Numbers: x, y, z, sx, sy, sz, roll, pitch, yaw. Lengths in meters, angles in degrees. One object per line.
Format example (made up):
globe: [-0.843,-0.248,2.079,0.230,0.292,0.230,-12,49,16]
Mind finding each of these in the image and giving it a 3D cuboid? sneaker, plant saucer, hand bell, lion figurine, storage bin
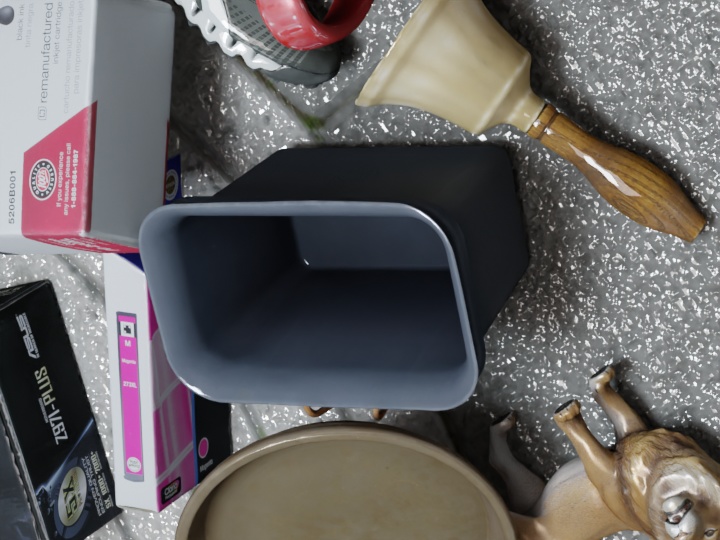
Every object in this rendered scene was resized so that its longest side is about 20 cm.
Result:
sneaker: [-0.077,-0.193,1.723,0.200,0.066,0.091,46,125,10]
plant saucer: [-0.008,0.158,1.731,0.199,0.030,0.201,0,129,0]
hand bell: [0.106,-0.077,1.666,0.200,0.104,0.104,36,121,0]
lion figurine: [0.130,0.134,1.735,0.200,0.072,0.123,-26,102,47]
storage bin: [0.000,0.000,1.707,0.199,0.134,0.146,1,116,29]

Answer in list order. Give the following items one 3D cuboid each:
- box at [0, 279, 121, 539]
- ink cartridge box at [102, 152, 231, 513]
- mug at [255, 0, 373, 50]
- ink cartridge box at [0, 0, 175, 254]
box: [-0.277,0.108,1.928,0.199,0.086,0.164,-9,103,31]
ink cartridge box: [-0.117,0.038,1.810,0.037,0.095,0.201,6,110,27]
mug: [-0.038,-0.226,1.611,0.133,0.200,0.178,19,116,21]
ink cartridge box: [-0.213,-0.085,1.739,0.199,0.083,0.146,-1,85,32]
